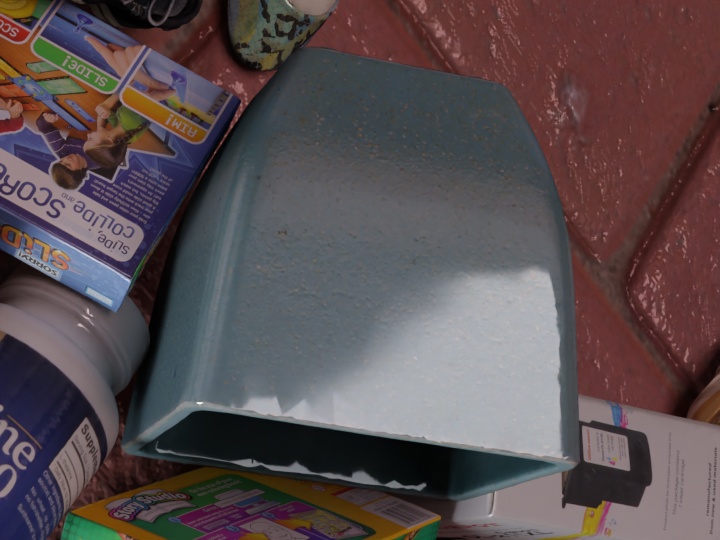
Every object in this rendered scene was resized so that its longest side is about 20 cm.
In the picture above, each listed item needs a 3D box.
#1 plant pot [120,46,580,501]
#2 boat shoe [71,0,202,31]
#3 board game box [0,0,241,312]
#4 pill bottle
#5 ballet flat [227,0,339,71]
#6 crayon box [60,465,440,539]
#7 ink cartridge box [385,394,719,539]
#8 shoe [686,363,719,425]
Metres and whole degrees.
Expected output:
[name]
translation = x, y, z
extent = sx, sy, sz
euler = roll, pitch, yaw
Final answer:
[plant pot]
translation = 0.000, 0.000, 1.131
extent = 0.195, 0.196, 0.201
euler = 10, 77, -14
[boat shoe]
translation = -0.120, -0.168, 1.161
extent = 0.062, 0.200, 0.075
euler = 8, 85, 5
[board game box]
translation = -0.178, -0.082, 1.120
extent = 0.200, 0.034, 0.136
euler = 30, 54, -1
[pill bottle]
translation = -0.190, 0.087, 1.091
extent = 0.111, 0.111, 0.200
euler = 51, 52, -22
[ballet flat]
translation = -0.021, -0.210, 1.333
extent = 0.074, 0.074, 0.200
euler = 37, 59, -31
[crayon box]
translation = -0.056, 0.153, 1.150
extent = 0.200, 0.119, 0.058
euler = -11, 117, -61
[ink cartridge box]
translation = 0.100, 0.124, 1.322
extent = 0.200, 0.146, 0.083
euler = 14, 75, -39
[shoe]
translation = 0.293, 0.078, 1.576
extent = 0.200, 0.053, 0.070
euler = -22, 129, -38
